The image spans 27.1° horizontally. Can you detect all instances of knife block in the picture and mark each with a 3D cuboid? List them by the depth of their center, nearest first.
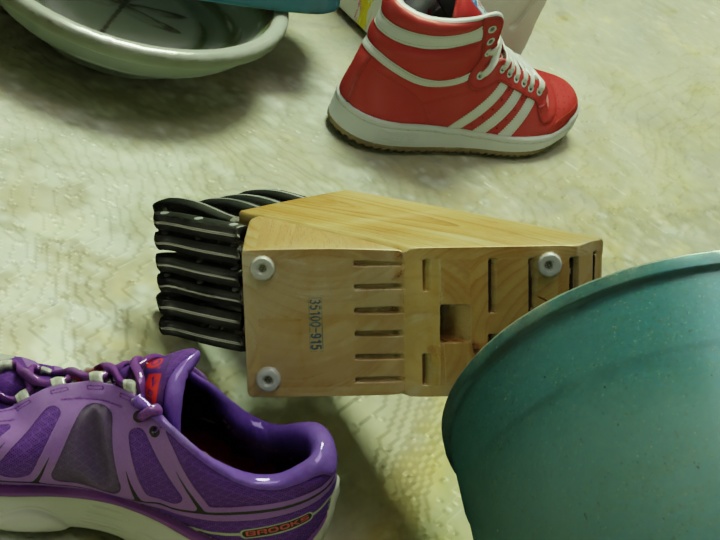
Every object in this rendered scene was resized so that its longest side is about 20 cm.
[{"bbox_3d":[0.000,0.000,0.680,0.199,0.064,0.176,-1,15,1],"label":"knife block"}]

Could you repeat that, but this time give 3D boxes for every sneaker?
[{"bbox_3d":[-0.102,0.056,0.590,0.199,0.084,0.081,17,33,-9],"label":"sneaker"},{"bbox_3d":[0.081,-0.136,0.947,0.199,0.113,0.071,-7,44,-38],"label":"sneaker"}]

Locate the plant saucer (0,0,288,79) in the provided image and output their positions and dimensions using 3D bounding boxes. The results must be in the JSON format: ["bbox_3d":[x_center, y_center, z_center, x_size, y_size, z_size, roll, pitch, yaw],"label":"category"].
[{"bbox_3d":[-0.144,-0.164,0.905,0.199,0.050,0.201,16,33,-11],"label":"plant saucer"}]

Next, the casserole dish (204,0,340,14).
[{"bbox_3d":[-0.095,-0.210,0.920,0.199,0.039,0.121,3,39,-30],"label":"casserole dish"}]

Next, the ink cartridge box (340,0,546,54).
[{"bbox_3d":[0.041,-0.240,1.038,0.085,0.148,0.200,-7,43,-38],"label":"ink cartridge box"}]

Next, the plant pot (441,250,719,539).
[{"bbox_3d":[0.142,0.126,0.559,0.199,0.200,0.189,9,50,-21],"label":"plant pot"}]
